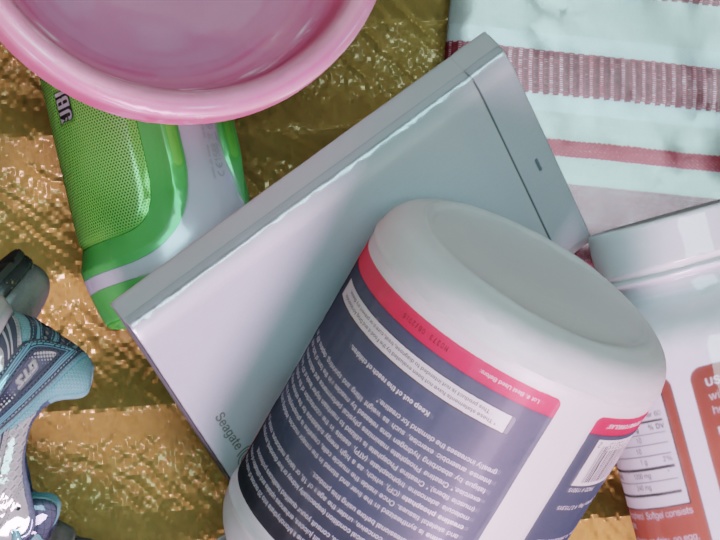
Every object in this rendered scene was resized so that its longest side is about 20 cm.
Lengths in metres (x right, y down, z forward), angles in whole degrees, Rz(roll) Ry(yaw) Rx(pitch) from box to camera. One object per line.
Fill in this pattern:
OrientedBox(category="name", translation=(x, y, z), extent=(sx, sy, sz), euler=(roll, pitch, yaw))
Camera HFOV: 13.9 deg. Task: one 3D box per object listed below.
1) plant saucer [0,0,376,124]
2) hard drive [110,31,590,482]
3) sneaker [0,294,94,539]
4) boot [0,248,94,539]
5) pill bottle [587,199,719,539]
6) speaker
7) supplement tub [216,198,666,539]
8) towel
OrientedBox(category="plant saucer", translation=(-0.087, -0.156, 1.265), extent=(0.200, 0.051, 0.201), euler=(6, 73, -19))
OrientedBox(category="hard drive", translation=(0.000, 0.000, 1.298), extent=(0.200, 0.132, 0.027), euler=(-36, 46, -6))
OrientedBox(category="sneaker", translation=(-0.173, 0.109, 1.234), extent=(0.086, 0.078, 0.200), euler=(23, 90, -10))
OrientedBox(category="boot", translation=(-0.155, 0.103, 1.308), extent=(0.130, 0.068, 0.200), euler=(29, 87, -9))
OrientedBox(category="pill bottle", translation=(0.168, 0.070, 1.322), extent=(0.112, 0.112, 0.201), euler=(-15, 91, -10))
OrientedBox(category="speaker", translation=(-0.101, -0.079, 1.320), extent=(0.088, 0.088, 0.201), euler=(-13, 85, -10))
OrientedBox(category="supplement tub", translation=(0.027, 0.084, 1.262), extent=(0.140, 0.140, 0.200), euler=(29, 107, -4))
OrientedBox(category="towel", translation=(0.110, -0.100, 1.388), extent=(0.144, 0.023, 0.201), euler=(6, 82, -7))
